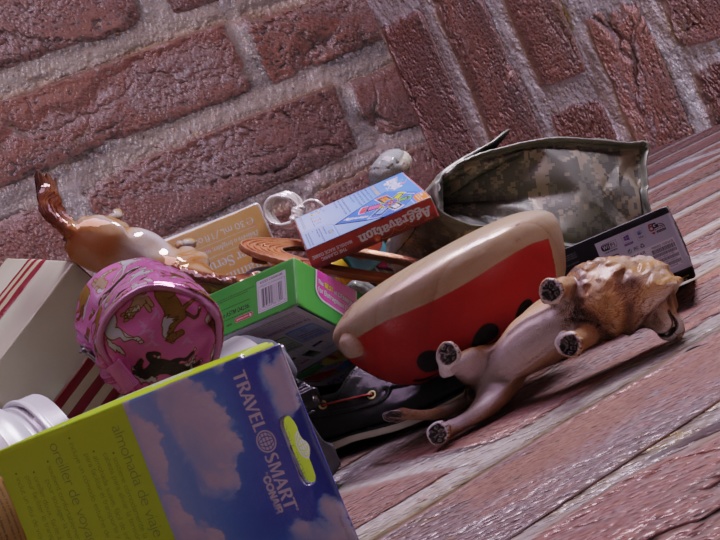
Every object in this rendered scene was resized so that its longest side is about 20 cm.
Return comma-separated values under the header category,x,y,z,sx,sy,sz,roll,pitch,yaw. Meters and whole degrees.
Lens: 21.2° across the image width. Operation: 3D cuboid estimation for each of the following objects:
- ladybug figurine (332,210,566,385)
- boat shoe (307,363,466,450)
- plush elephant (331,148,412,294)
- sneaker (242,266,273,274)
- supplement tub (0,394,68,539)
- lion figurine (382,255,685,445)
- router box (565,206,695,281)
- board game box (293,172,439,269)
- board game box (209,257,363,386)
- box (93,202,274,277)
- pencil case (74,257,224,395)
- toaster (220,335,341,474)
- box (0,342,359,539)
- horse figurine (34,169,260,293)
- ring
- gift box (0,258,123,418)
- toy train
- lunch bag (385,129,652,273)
category,x,y,z,sx,sy,sz,roll,pitch,yaw
ladybug figurine,0.069,0.024,1.351,0.200,0.072,0.136,-27,-9,-28
boat shoe,0.010,0.093,1.426,0.201,0.063,0.074,-20,-1,22
plush elephant,0.067,0.007,1.815,0.154,0.201,0.165,5,32,32
sneaker,-0.027,0.059,1.605,0.200,0.079,0.079,20,-31,-22
supplement tub,-0.290,0.181,1.338,0.200,0.145,0.145,-24,3,-30
lion figurine,0.117,0.050,1.282,0.200,0.073,0.122,-27,-6,23
router box,0.160,0.016,1.500,0.199,0.052,0.157,-23,-7,8
board game box,0.001,-0.041,1.521,0.103,0.019,0.200,-24,9,-1
board game box,-0.046,0.066,1.490,0.153,0.040,0.200,-23,-33,30
box,-0.133,0.061,1.771,0.152,0.201,0.106,-24,1,-18
pencil case,-0.145,0.038,1.300,0.083,0.087,0.200,14,1,-14
toaster,-0.099,0.119,1.322,0.129,0.114,0.200,-28,7,-13
box,-0.099,0.123,1.084,0.200,0.122,0.048,-22,1,23
horse figurine,-0.170,-0.016,1.496,0.133,0.199,0.050,-104,37,-81
ring,0.000,0.000,1.547,0.200,0.019,0.200,9,7,-1
gift box,-0.259,0.115,1.560,0.187,0.184,0.200,-55,20,-19
toy train,-0.029,0.026,1.711,0.150,0.201,0.056,0,-5,-9
lunch bag,0.129,-0.045,1.647,0.199,0.118,0.164,1,-17,-15
